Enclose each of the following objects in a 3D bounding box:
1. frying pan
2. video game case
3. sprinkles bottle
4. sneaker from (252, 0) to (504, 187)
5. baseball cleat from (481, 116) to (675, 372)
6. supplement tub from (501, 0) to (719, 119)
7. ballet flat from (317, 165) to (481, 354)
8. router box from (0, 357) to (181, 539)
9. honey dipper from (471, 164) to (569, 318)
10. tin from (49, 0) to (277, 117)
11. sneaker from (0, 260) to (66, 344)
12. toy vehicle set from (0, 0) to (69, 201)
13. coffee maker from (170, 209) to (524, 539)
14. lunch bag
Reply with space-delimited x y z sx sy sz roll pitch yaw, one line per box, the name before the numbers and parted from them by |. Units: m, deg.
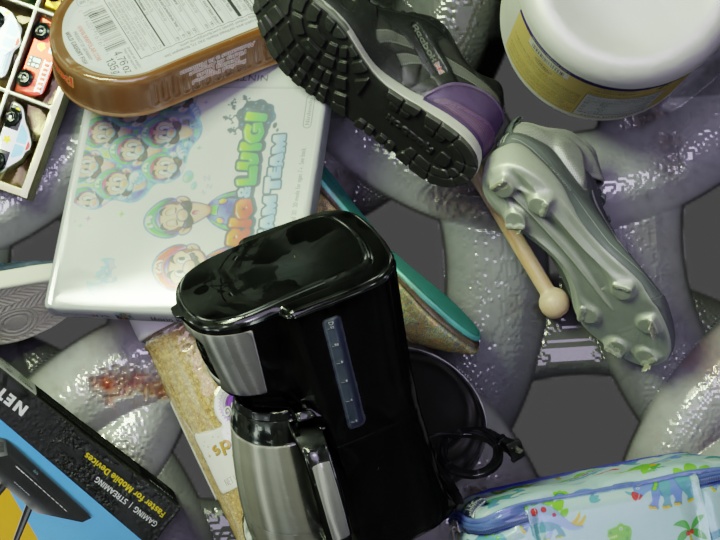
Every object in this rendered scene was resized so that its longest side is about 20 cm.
frying pan | 0.005 0.081 1.213 0.189 0.031 0.115 34 121 2
video game case | -0.117 -0.059 1.200 0.180 0.024 0.202 2 68 13
sprinkles bottle | -0.095 0.102 1.214 0.068 0.068 0.201 -26 87 -2
sneaker | 0.015 -0.150 1.190 0.200 0.076 0.088 41 53 -11
baseball cleat | 0.168 -0.027 1.222 0.200 0.069 0.107 50 43 -20
supplement tub | 0.170 -0.182 1.159 0.144 0.200 0.147 0 87 0
ballet flat | 0.000 0.000 1.226 0.071 0.071 0.200 -43 85 -3
router box | -0.248 0.159 1.195 0.200 0.051 0.150 39 87 -14
honey dipper | 0.094 -0.053 1.243 0.038 0.038 0.201 -31 90 -2
tin | -0.124 -0.177 1.211 0.199 0.042 0.112 -25 62 -16
sneaker | -0.298 0.009 1.224 0.198 0.075 0.085 -11 54 -14
toy vehicle set | -0.266 -0.166 1.252 0.123 0.027 0.202 18 86 2
coffee maker | -0.010 0.068 1.107 0.191 0.134 0.201 -32 124 -32
lunch bag | 0.160 0.177 1.164 0.198 0.161 0.083 -11 84 -3
